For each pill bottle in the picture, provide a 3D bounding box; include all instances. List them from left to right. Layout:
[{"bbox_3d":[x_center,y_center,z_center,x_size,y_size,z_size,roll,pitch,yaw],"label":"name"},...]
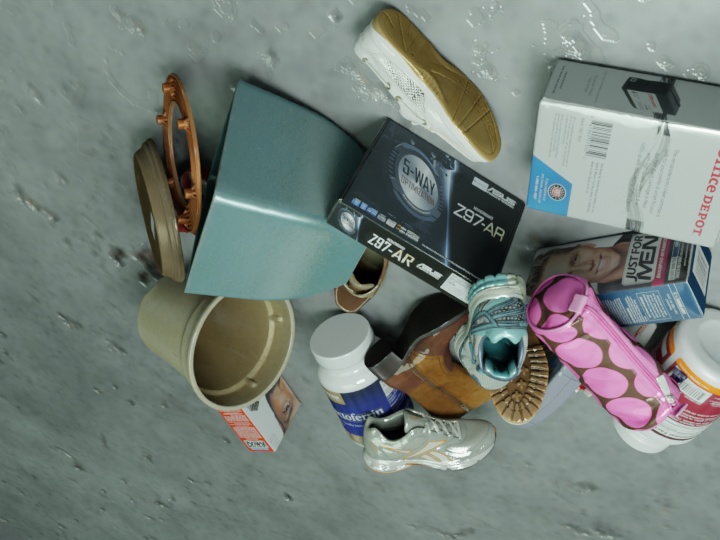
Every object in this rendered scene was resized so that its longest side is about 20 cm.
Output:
[{"bbox_3d":[0.002,0.167,1.338,0.116,0.116,0.200,-1,131,30],"label":"pill bottle"},{"bbox_3d":[0.398,0.145,1.095,0.113,0.113,0.200,26,140,3],"label":"pill bottle"}]

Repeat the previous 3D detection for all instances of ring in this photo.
[{"bbox_3d":[-0.231,-0.146,1.107,0.019,0.201,0.201,-8,144,-20],"label":"ring"}]

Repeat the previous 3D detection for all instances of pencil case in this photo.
[{"bbox_3d":[0.274,0.091,0.976,0.200,0.091,0.094,42,174,-20],"label":"pencil case"}]

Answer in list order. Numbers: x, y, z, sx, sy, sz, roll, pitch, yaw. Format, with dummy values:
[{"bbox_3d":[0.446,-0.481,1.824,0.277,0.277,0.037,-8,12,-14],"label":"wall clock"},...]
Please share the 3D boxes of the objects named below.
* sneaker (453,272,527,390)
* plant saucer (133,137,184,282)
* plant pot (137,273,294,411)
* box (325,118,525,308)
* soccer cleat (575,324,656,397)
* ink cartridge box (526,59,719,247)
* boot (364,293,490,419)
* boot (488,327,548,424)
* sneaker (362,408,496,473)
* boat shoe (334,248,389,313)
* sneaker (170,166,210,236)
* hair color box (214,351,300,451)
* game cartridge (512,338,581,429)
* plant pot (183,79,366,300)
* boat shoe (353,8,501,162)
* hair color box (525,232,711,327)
[{"bbox_3d":[0.145,0.091,0.974,0.078,0.086,0.200,-4,144,4],"label":"sneaker"},{"bbox_3d":[-0.277,-0.079,1.199,0.029,0.200,0.200,-13,141,-18],"label":"plant saucer"},{"bbox_3d":[-0.234,0.087,1.337,0.183,0.200,0.201,19,142,39],"label":"plant pot"},{"bbox_3d":[0.080,-0.067,1.016,0.200,0.160,0.044,32,140,-3],"label":"box"},{"bbox_3d":[0.317,0.108,1.140,0.069,0.085,0.200,45,163,8],"label":"soccer cleat"},{"bbox_3d":[0.284,-0.120,0.905,0.200,0.084,0.145,14,137,16],"label":"ink cartridge box"},{"bbox_3d":[0.136,0.136,1.260,0.188,0.069,0.200,-42,121,15],"label":"boot"},{"bbox_3d":[0.197,0.123,1.129,0.075,0.200,0.107,-1,140,5],"label":"boot"},{"bbox_3d":[0.098,0.239,1.279,0.200,0.076,0.092,-9,129,1],"label":"sneaker"},{"bbox_3d":[0.000,0.000,1.197,0.076,0.072,0.200,26,140,3],"label":"boat shoe"},{"bbox_3d":[-0.202,-0.060,1.265,0.115,0.078,0.200,-10,122,52],"label":"sneaker"},{"bbox_3d":[-0.190,0.200,1.482,0.064,0.111,0.200,-5,130,33],"label":"hair color box"},{"bbox_3d":[0.250,0.119,1.135,0.042,0.133,0.200,28,139,-1],"label":"game cartridge"},{"bbox_3d":[-0.089,-0.077,1.082,0.200,0.196,0.196,14,141,-13],"label":"plant pot"},{"bbox_3d":[0.073,-0.192,0.965,0.200,0.071,0.069,48,138,-9],"label":"boat shoe"},{"bbox_3d":[0.295,0.012,1.024,0.200,0.100,0.061,-11,128,37],"label":"hair color box"}]
